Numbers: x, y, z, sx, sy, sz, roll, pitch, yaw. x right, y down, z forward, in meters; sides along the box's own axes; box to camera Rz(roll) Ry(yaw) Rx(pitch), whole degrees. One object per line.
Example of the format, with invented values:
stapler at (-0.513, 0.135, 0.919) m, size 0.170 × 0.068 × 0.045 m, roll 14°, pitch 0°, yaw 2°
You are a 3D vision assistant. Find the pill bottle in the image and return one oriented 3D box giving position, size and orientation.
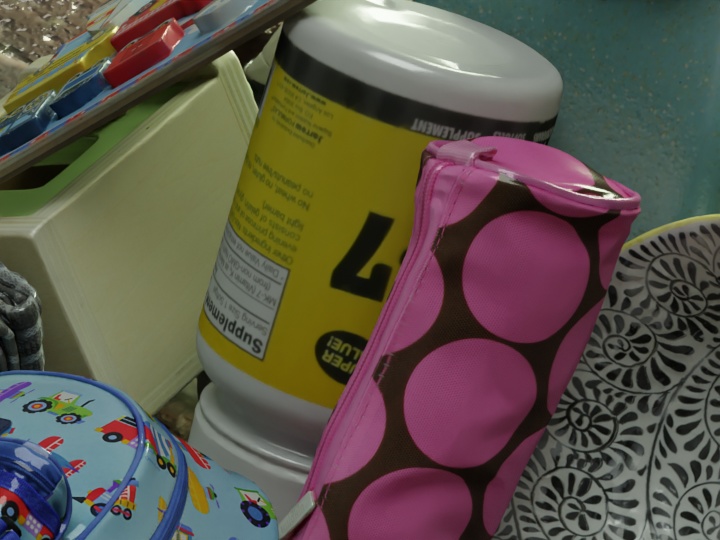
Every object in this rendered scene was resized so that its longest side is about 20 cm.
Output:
pill bottle at (0.000, 0.000, 1.189) m, size 0.114 × 0.201 × 0.114 m, roll 15°, pitch 17°, yaw -5°

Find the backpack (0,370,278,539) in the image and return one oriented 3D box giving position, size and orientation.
backpack at (-0.135, 0.110, 1.044) m, size 0.182 × 0.135 × 0.200 m, roll 5°, pitch 44°, yaw 45°

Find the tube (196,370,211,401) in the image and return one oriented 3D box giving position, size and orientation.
tube at (0.028, 0.043, 1.319) m, size 0.199 × 0.052 × 0.058 m, roll -10°, pitch 76°, yaw -20°

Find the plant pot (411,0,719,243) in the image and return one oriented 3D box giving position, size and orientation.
plant pot at (0.116, -0.058, 1.278) m, size 0.196 × 0.201 × 0.195 m, roll 30°, pitch 27°, yaw 31°

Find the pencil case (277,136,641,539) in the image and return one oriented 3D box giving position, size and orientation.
pencil case at (0.025, 0.045, 1.100) m, size 0.093 × 0.201 × 0.091 m, roll 19°, pitch 9°, yaw -28°

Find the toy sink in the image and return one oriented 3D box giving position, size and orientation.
toy sink at (-0.108, -0.027, 1.312) m, size 0.130 × 0.112 × 0.200 m, roll 1°, pitch 32°, yaw 42°

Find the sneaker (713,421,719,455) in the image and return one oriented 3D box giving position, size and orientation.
sneaker at (0.211, 0.122, 1.211) m, size 0.199 × 0.084 × 0.081 m, roll 25°, pitch 8°, yaw 1°

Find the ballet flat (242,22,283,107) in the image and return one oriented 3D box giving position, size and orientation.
ballet flat at (0.002, -0.107, 1.476) m, size 0.199 × 0.069 × 0.068 m, roll -19°, pitch 28°, yaw -23°

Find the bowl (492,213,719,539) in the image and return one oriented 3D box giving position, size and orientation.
bowl at (0.142, 0.089, 1.111) m, size 0.094 × 0.201 × 0.201 m, roll 25°, pitch 20°, yaw -43°

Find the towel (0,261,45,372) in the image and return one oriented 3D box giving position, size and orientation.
towel at (-0.200, 0.043, 1.220) m, size 0.200 × 0.166 × 0.085 m, roll 33°, pitch 45°, yaw 32°

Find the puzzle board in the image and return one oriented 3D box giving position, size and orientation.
puzzle board at (-0.072, -0.108, 1.229) m, size 0.199 × 0.017 × 0.151 m, roll -27°, pitch 19°, yaw 26°
